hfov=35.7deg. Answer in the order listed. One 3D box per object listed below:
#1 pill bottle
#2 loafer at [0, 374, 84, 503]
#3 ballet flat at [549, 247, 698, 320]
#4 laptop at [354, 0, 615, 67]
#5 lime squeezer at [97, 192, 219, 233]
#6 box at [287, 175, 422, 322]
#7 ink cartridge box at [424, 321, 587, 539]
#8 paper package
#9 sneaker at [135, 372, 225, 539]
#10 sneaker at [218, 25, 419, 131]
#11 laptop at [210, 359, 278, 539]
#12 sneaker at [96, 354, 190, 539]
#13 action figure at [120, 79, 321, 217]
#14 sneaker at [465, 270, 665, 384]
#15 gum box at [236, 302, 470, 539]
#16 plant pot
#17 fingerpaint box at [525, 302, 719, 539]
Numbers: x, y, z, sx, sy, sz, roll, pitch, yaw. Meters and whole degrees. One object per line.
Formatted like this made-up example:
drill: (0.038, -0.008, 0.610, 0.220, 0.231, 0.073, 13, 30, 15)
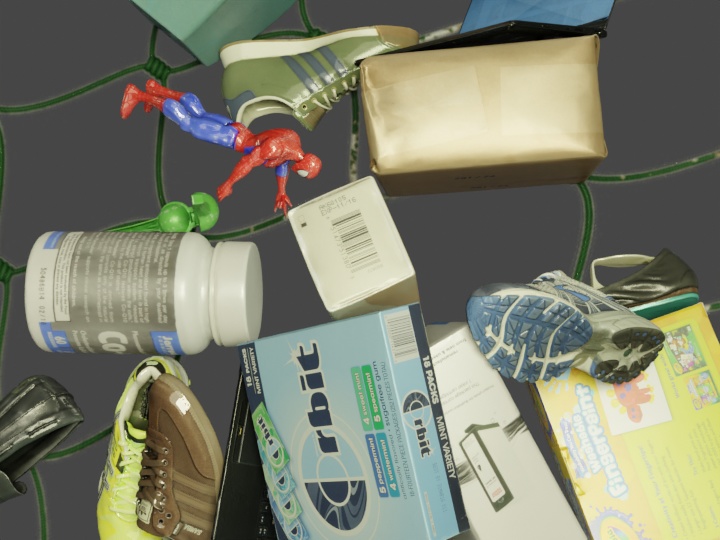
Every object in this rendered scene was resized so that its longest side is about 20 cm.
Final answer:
pill bottle: (-0.195, 0.021, 1.031, 0.198, 0.114, 0.115, 1, 78, 5)
loafer: (-0.340, 0.186, 1.031, 0.070, 0.068, 0.201, 40, 80, 20)
ballet flat: (0.210, 0.030, 1.025, 0.199, 0.068, 0.069, -17, 67, -9)
laptop: (0.123, -0.248, 0.997, 0.187, 0.199, 0.117, -4, 92, 47)
lime squeezer: (-0.176, -0.045, 1.048, 0.070, 0.199, 0.038, -28, 100, -39)
box: (0.000, 0.000, 0.974, 0.077, 0.200, 0.096, -24, 78, 0)
ink cartridge box: (0.089, 0.150, 0.940, 0.084, 0.146, 0.201, -29, 92, -10)
paper package: (0.108, -0.131, 0.996, 0.198, 0.191, 0.104, -5, 87, 5)
sneaker: (-0.160, 0.190, 0.966, 0.075, 0.070, 0.201, -25, 114, -32)
sneaker: (-0.040, -0.178, 1.085, 0.198, 0.067, 0.091, -4, 79, 10)
laptop: (-0.015, 0.172, 0.989, 0.103, 0.199, 0.179, -2, 74, 42)
sneaker: (-0.206, 0.175, 1.019, 0.075, 0.076, 0.202, 4, 80, 4)
action figure: (-0.131, -0.106, 1.062, 0.199, 0.065, 0.100, 19, 114, 17)
sneaker: (0.153, 0.041, 0.915, 0.077, 0.199, 0.085, -59, 39, 20)
gum box: (-0.013, 0.125, 0.880, 0.044, 0.199, 0.171, -11, 88, -38)
plant pot: (-0.131, -0.312, 1.086, 0.141, 0.141, 0.200, 40, 90, 11)
fingerpaint box: (0.255, 0.154, 0.985, 0.166, 0.073, 0.201, -20, 75, 0)
